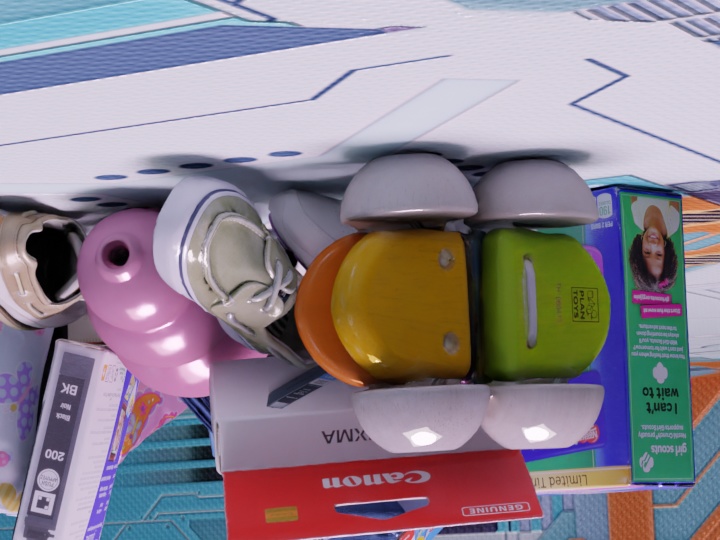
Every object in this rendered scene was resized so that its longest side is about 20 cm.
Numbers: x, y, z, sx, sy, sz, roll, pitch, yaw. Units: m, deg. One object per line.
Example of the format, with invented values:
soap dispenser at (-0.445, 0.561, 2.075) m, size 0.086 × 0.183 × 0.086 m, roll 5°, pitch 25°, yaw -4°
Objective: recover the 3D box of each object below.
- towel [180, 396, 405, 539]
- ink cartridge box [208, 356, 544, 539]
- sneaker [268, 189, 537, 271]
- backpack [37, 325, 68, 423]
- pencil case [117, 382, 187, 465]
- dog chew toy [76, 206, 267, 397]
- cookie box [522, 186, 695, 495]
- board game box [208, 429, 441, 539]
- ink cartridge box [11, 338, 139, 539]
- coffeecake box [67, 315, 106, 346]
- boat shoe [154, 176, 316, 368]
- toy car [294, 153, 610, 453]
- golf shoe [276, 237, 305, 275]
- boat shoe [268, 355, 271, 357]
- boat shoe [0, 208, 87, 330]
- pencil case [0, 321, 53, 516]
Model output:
towel at (-0.057, 0.140, 1.747) m, size 0.200 × 0.049 × 0.111 m, roll 44°, pitch -163°, yaw 29°
ink cartridge box at (0.006, 0.105, 1.435) m, size 0.198 × 0.045 × 0.176 m, roll -5°, pitch -157°, yaw -5°
sneaker at (0.030, -0.026, 1.484) m, size 0.199 × 0.075 × 0.100 m, roll 19°, pitch 119°, yaw -32°
backpack at (-0.325, 0.071, 1.771) m, size 0.198 × 0.168 × 0.126 m, roll 1°, pitch 180°, yaw 23°
pencil case at (-0.183, 0.092, 1.960) m, size 0.087 × 0.088 × 0.200 m, roll -8°, pitch -157°, yaw 39°
dog chew toy at (-0.129, 0.013, 1.514) m, size 0.123 × 0.126 × 0.200 m, roll -4°, pitch 165°, yaw 15°
cookie box at (0.146, 0.055, 1.576) m, size 0.075 × 0.202 × 0.171 m, roll 3°, pitch 171°, yaw -40°
board game box at (0.012, 0.123, 1.854) m, size 0.199 × 0.196 × 0.056 m, roll 32°, pitch 148°, yaw 25°
ink cartridge box at (-0.206, 0.152, 1.621) m, size 0.043 × 0.202 × 0.198 m, roll 12°, pitch 177°, yaw 3°
coffeecake box at (-0.150, 0.030, 1.809) m, size 0.152 × 0.074 × 0.200 m, roll -1°, pitch 173°, yaw -2°
boat shoe at (-0.067, 0.002, 1.399) m, size 0.062 × 0.072 × 0.200 m, roll 25°, pitch 169°, yaw 24°
toy car at (0.053, 0.024, 1.390) m, size 0.199 × 0.177 × 0.150 m, roll 1°, pitch 173°, yaw -30°
golf shoe at (0.000, 0.000, 1.611) m, size 0.092 × 0.073 × 0.199 m, roll 6°, pitch 170°, yaw -44°
boat shoe at (-0.027, 0.044, 1.732) m, size 0.064 × 0.200 × 0.072 m, roll 18°, pitch 140°, yaw 32°
boat shoe at (-0.214, 0.001, 1.530) m, size 0.068 × 0.075 × 0.200 m, roll 1°, pitch 174°, yaw 19°
pencil case at (-0.266, 0.078, 1.634) m, size 0.090 × 0.202 × 0.083 m, roll 6°, pitch 173°, yaw 1°
